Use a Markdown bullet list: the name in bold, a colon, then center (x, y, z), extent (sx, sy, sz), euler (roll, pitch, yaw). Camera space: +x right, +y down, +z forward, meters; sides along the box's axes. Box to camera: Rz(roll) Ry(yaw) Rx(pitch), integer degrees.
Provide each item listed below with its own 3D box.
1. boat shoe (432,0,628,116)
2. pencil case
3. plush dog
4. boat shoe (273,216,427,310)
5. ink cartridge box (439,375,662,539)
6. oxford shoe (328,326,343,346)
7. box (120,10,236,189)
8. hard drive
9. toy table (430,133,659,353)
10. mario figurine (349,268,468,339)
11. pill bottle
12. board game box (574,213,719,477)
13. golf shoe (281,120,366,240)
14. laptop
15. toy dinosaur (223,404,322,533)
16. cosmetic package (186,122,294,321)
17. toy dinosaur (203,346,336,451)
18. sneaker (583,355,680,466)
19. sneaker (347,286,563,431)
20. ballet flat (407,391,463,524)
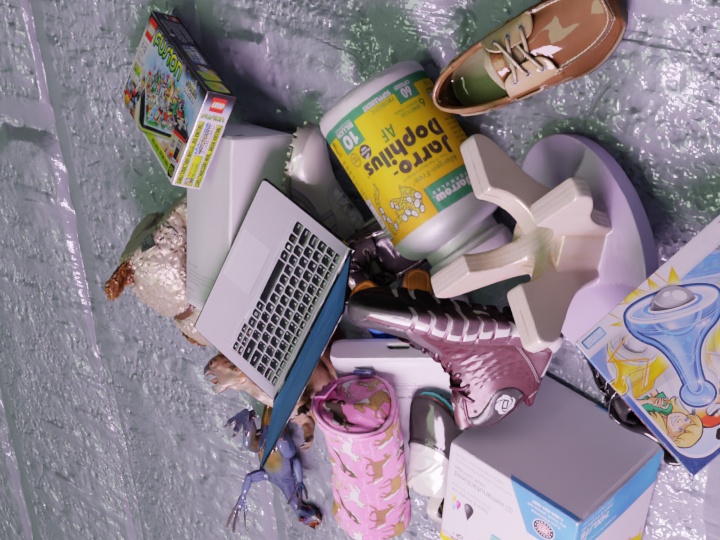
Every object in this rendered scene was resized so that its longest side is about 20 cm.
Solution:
- **boat shoe**: center (0.136, -0.176, 1.092), extent (0.200, 0.074, 0.076), euler (-29, 91, 51)
- **pencil case**: center (0.003, 0.186, 1.275), extent (0.201, 0.082, 0.087), euler (81, 178, -47)
- **plush dog**: center (-0.195, 0.019, 1.529), extent (0.172, 0.161, 0.200), euler (44, 144, -17)
- **boat shoe**: center (-0.001, -0.001, 1.302), extent (0.200, 0.066, 0.072), euler (-22, 114, 27)
- **ink cartridge box**: center (0.175, 0.238, 1.243), extent (0.146, 0.146, 0.201), euler (29, 132, 32)
- **oxford shoe**: center (-0.068, 0.068, 1.471), extent (0.074, 0.070, 0.202), euler (8, 109, 52)
- **box**: center (-0.197, -0.184, 1.389), extent (0.200, 0.035, 0.111), euler (53, 126, 48)
- **hard drive**: center (0.054, 0.139, 1.295), extent (0.131, 0.027, 0.201), euler (-1, 138, 13)
- **toy table**: center (0.156, -0.022, 1.082), extent (0.184, 0.116, 0.201), euler (-50, 54, 40)
- **mario figurine**: center (0.039, 0.067, 1.320), extent (0.123, 0.106, 0.201), euler (18, 148, 21)
- **pill bottle**: center (0.059, -0.081, 1.202), extent (0.201, 0.112, 0.113), euler (58, 141, 4)
- **board game box**: center (0.282, 0.041, 0.996), extent (0.136, 0.200, 0.034), euler (48, -176, 13)
- **golf shoe**: center (-0.025, -0.059, 1.357), extent (0.096, 0.078, 0.201), euler (6, 121, 20)
- **laptop**: center (-0.092, 0.047, 1.252), extent (0.200, 0.116, 0.188), euler (39, 116, 23)
- **toy dinosaur**: center (-0.087, 0.234, 1.600), extent (0.104, 0.201, 0.182), euler (10, 156, 28)
- **cosmetic package**: center (-0.130, -0.053, 1.397), extent (0.113, 0.081, 0.202), euler (25, 115, 54)
- **toy dinosaur**: center (-0.053, 0.112, 1.401), extent (0.086, 0.199, 0.136), euler (-56, 49, 44)
- **sneaker**: center (0.235, 0.085, 1.131), extent (0.200, 0.090, 0.076), euler (43, 141, 22)
- **sneaker**: center (0.077, 0.086, 1.163), extent (0.076, 0.198, 0.116), euler (-111, 33, -70)
- **ballet flat**: center (0.086, 0.204, 1.280), extent (0.068, 0.069, 0.201), euler (13, 145, 36)
